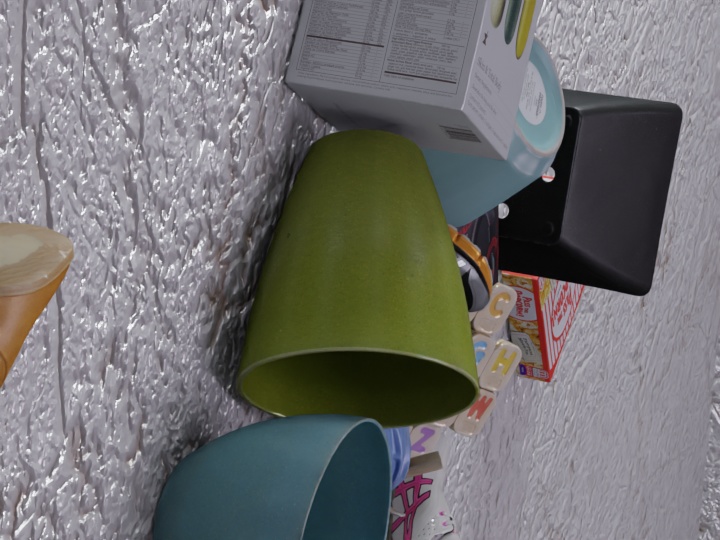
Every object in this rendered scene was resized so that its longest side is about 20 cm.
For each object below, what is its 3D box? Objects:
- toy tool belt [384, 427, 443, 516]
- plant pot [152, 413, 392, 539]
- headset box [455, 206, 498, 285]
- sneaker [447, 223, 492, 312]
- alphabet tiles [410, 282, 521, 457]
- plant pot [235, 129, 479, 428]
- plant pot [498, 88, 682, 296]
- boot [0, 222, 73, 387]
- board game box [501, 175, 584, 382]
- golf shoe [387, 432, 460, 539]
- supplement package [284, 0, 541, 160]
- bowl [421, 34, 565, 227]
[{"bbox_3d":[-0.013,0.163,1.642,0.200,0.122,0.126,-18,117,-68],"label":"toy tool belt"},{"bbox_3d":[-0.074,0.195,1.463,0.200,0.134,0.202,10,90,-71],"label":"plant pot"},{"bbox_3d":[0.073,-0.009,1.872,0.149,0.075,0.201,-52,147,-51],"label":"headset box"},{"bbox_3d":[0.034,-0.018,1.697,0.200,0.078,0.078,40,70,-29],"label":"sneaker"},{"bbox_3d":[0.064,0.090,1.818,0.199,0.015,0.196,21,101,-44],"label":"alphabet tiles"},{"bbox_3d":[0.000,0.000,1.554,0.187,0.186,0.201,57,31,-64],"label":"plant pot"},{"bbox_3d":[0.186,-0.092,2.006,0.177,0.198,0.201,6,94,-60],"label":"plant pot"},{"bbox_3d":[-0.225,0.070,1.082,0.201,0.070,0.145,-45,147,-54],"label":"boot"},{"bbox_3d":[0.216,0.011,2.342,0.201,0.046,0.152,76,31,-51],"label":"board game box"},{"bbox_3d":[0.061,0.247,1.951,0.073,0.091,0.201,72,33,-52],"label":"golf shoe"},{"bbox_3d":[0.053,-0.212,1.587,0.152,0.150,0.201,35,67,-69],"label":"supplement package"},{"bbox_3d":[0.109,-0.146,1.754,0.200,0.104,0.202,23,62,-53],"label":"bowl"}]
